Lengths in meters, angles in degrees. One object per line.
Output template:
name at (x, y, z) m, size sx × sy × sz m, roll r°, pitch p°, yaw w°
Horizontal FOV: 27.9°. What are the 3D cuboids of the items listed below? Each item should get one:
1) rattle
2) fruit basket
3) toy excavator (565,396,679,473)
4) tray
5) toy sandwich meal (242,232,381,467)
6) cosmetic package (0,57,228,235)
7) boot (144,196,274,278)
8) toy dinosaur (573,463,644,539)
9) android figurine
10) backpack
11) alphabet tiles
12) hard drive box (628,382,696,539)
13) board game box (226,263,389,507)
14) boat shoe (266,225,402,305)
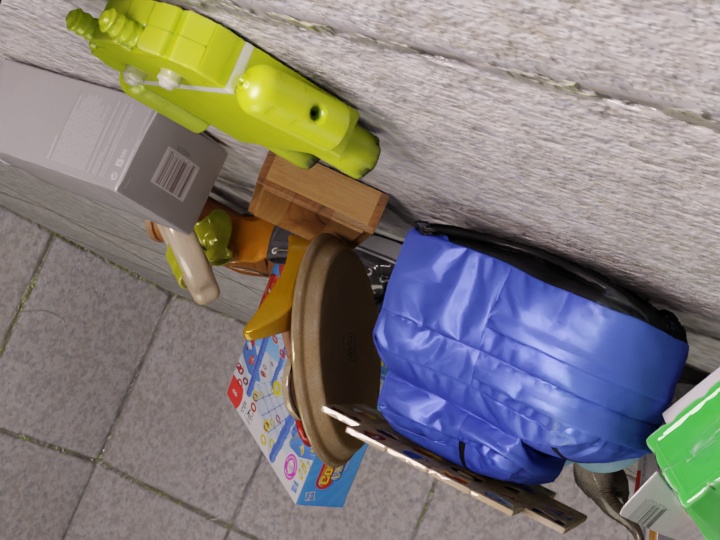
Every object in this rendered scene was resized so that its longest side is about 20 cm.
rattle at (-0.148, -0.078, 1.370) m, size 0.130 × 0.142 × 0.201 m, roll -97°, pitch -11°, yaw -61°
fruit basket at (0.295, 0.133, 1.019) m, size 0.199 × 0.185 × 0.094 m, roll 24°, pitch -151°, yaw -47°
toy excavator at (0.215, 0.104, 1.128) m, size 0.100 × 0.194 × 0.200 m, roll 45°, pitch -174°, yaw -37°
tray at (-0.040, -0.054, 1.197) m, size 0.098 × 0.037 × 0.200 m, roll 24°, pitch 173°, yaw -4°
toy sandwich meal at (-0.038, 0.060, 1.168) m, size 0.070 × 0.207 × 0.205 m, roll -3°, pitch 165°, yaw 17°
cosmetic package at (-0.224, -0.106, 1.224) m, size 0.199 × 0.091 × 0.107 m, roll 23°, pitch 174°, yaw 34°
boot at (-0.127, -0.040, 1.512) m, size 0.154 × 0.074 × 0.200 m, roll 16°, pitch 174°, yaw 20°
toy dinosaur at (0.227, 0.184, 1.383) m, size 0.077 × 0.201 × 0.102 m, roll -14°, pitch 138°, yaw 28°
android figurine at (-0.085, -0.111, 0.882) m, size 0.199 × 0.041 × 0.182 m, roll 27°, pitch 173°, yaw -38°
backpack at (0.128, 0.072, 1.051) m, size 0.199 × 0.169 × 0.162 m, roll 17°, pitch -177°, yaw 30°
alphabet tiles at (0.071, 0.145, 1.083) m, size 0.199 × 0.006 × 0.166 m, roll 25°, pitch -176°, yaw 18°
hard drive box at (0.311, 0.194, 1.372) m, size 0.076 × 0.157 × 0.200 m, roll 8°, pitch 171°, yaw 5°
board game box at (-0.046, 0.095, 1.437) m, size 0.056 × 0.197 × 0.200 m, roll 8°, pitch -156°, yaw -32°
boat shoe at (0.000, 0.000, 1.349) m, size 0.199 × 0.067 × 0.070 m, roll 22°, pitch 174°, yaw 16°
